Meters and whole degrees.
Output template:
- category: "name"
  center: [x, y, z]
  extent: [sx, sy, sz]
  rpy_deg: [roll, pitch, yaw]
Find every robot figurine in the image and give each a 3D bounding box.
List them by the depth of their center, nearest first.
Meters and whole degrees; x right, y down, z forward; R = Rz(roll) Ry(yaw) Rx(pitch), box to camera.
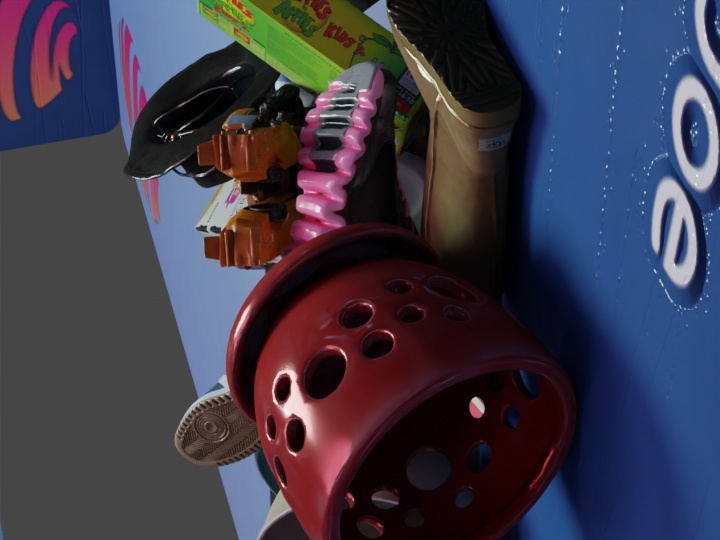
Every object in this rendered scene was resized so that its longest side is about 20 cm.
- category: "robot figurine"
  center: [-0.074, -0.068, 1.384]
  extent: [0.200, 0.058, 0.146]
  rpy_deg: [-44, -47, -77]

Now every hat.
- category: "hat"
  center: [-0.119, -0.130, 1.615]
  extent: [0.081, 0.200, 0.201]
  rpy_deg: [48, -178, -25]

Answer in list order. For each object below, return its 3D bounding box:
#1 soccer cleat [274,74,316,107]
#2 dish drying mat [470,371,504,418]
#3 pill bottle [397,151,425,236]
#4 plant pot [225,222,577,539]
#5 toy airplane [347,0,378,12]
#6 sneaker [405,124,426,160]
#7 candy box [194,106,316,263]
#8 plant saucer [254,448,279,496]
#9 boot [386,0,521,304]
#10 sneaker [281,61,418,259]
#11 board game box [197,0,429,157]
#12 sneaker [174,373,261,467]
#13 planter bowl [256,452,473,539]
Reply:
- category: "soccer cleat"
  center: [-0.039, -0.199, 1.667]
  extent: [0.087, 0.070, 0.200]
  rpy_deg: [59, 164, 22]
- category: "dish drying mat"
  center: [0.028, 0.094, 1.395]
  extent: [0.199, 0.018, 0.077]
  rpy_deg: [-8, 82, 41]
- category: "pill bottle"
  center: [0.015, 0.009, 1.457]
  extent: [0.201, 0.111, 0.113]
  rpy_deg: [93, 162, -46]
- category: "plant pot"
  center: [0.018, 0.085, 1.219]
  extent: [0.183, 0.200, 0.201]
  rpy_deg: [47, 149, 42]
- category: "toy airplane"
  center: [-0.042, -0.285, 1.391]
  extent: [0.200, 0.140, 0.200]
  rpy_deg: [67, -168, -49]
- category: "sneaker"
  center: [0.009, -0.094, 1.485]
  extent: [0.078, 0.077, 0.201]
  rpy_deg: [-115, 20, -55]
- category: "candy box"
  center: [-0.065, -0.077, 1.631]
  extent: [0.137, 0.061, 0.200]
  rpy_deg: [-61, 21, -10]
- category: "plant saucer"
  center: [-0.001, 0.199, 1.642]
  extent: [0.036, 0.199, 0.200]
  rpy_deg: [-59, -10, -29]
- category: "boot"
  center: [0.060, -0.090, 1.280]
  extent: [0.201, 0.066, 0.176]
  rpy_deg: [90, 165, -48]
- category: "sneaker"
  center: [0.003, -0.051, 1.317]
  extent: [0.079, 0.095, 0.201]
  rpy_deg: [27, 106, 56]
- category: "board game box"
  center: [-0.033, -0.176, 1.375]
  extent: [0.200, 0.048, 0.102]
  rpy_deg: [36, 166, 5]
- category: "sneaker"
  center: [-0.088, 0.090, 1.623]
  extent: [0.200, 0.070, 0.109]
  rpy_deg: [-44, 17, 29]
- category: "planter bowl"
  center: [0.019, 0.207, 1.482]
  extent: [0.135, 0.199, 0.201]
  rpy_deg: [-77, -10, -49]
